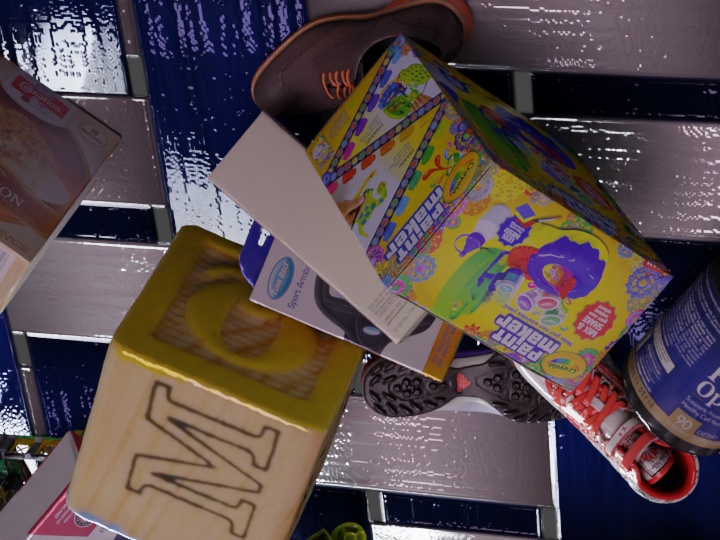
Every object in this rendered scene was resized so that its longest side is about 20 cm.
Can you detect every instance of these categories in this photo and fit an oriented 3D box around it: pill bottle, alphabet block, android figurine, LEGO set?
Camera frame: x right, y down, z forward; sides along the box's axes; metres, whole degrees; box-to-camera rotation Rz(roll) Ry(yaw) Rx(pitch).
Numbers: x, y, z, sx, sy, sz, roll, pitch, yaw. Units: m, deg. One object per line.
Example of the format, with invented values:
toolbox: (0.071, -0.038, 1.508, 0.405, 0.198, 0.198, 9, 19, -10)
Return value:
pill bottle: (0.303, 0.046, 1.619, 0.111, 0.112, 0.200, 33, 127, -5)
alphabet block: (-0.118, 0.116, 1.761, 0.195, 0.196, 0.201, 22, 128, 2)
android figurine: (-0.075, 0.288, 1.872, 0.041, 0.182, 0.200, 53, 169, 6)
LEGO set: (-0.313, 0.251, 1.961, 0.153, 0.116, 0.201, 10, 125, 12)

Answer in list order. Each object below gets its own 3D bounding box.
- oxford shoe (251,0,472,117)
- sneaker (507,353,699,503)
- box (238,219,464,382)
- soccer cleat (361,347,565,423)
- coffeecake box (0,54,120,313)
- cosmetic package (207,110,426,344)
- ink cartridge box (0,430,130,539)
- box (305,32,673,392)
oxford shoe: (-0.009, -0.162, 1.612, 0.199, 0.073, 0.071, -21, 114, 29)
sneaker: (0.202, 0.110, 1.680, 0.067, 0.108, 0.201, -44, 116, 0)
box: (0.000, 0.000, 1.700, 0.199, 0.041, 0.120, 22, 89, 1)
soccer cleat: (0.100, 0.090, 1.756, 0.198, 0.073, 0.069, -1, 104, -1)
coffeecake box: (-0.308, -0.081, 1.688, 0.153, 0.200, 0.073, 34, 127, -6)
cosmetic package: (-0.020, -0.032, 1.632, 0.200, 0.104, 0.073, 42, 92, 2)
ink cartridge box: (-0.231, 0.266, 1.899, 0.200, 0.084, 0.145, 36, 100, -29)
box: (0.093, -0.042, 1.525, 0.199, 0.193, 0.122, 29, 109, -36)
